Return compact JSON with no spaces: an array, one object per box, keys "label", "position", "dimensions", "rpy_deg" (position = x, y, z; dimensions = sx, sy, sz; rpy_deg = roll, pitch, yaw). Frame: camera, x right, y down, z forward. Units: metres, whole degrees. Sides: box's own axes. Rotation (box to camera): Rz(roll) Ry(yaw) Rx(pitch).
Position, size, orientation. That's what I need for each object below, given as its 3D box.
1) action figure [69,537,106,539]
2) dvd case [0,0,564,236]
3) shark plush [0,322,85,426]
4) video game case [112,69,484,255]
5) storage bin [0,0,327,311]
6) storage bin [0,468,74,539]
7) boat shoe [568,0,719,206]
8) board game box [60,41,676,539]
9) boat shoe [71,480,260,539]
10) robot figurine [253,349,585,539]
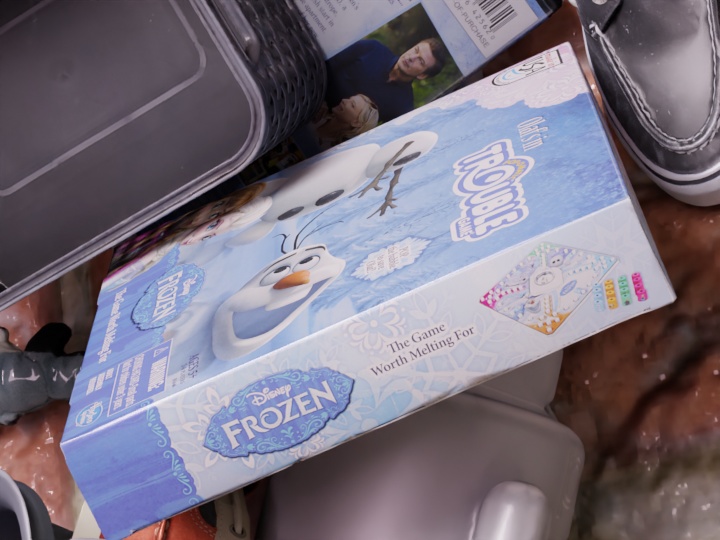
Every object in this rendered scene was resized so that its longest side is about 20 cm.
[{"label":"action figure","position":[-0.115,0.155,0.828],"dimensions":[0.199,0.069,0.131],"rpy_deg":[4,77,31]},{"label":"dvd case","position":[-0.039,-0.104,0.976],"dimensions":[0.200,0.018,0.143],"rpy_deg":[-36,93,19]},{"label":"shark plush","position":[-0.184,0.067,1.082],"dimensions":[0.199,0.091,0.084],"rpy_deg":[-14,88,6]},{"label":"video game case","position":[-0.036,-0.085,1.037],"dimensions":[0.182,0.022,0.201],"rpy_deg":[-22,65,25]},{"label":"storage bin","position":[-0.130,-0.069,0.949],"dimensions":[0.200,0.094,0.136],"rpy_deg":[-29,96,20]},{"label":"storage bin","position":[-0.119,0.186,0.942],"dimensions":[0.145,0.134,0.201],"rpy_deg":[-24,66,24]},{"label":"boat shoe","position":[0.106,-0.122,0.931],"dimensions":[0.072,0.068,0.201],"rpy_deg":[-20,66,26]},{"label":"board game box","position":[0.000,0.000,0.855],"dimensions":[0.198,0.200,0.044],"rpy_deg":[-23,108,7]},{"label":"boat shoe","position":[-0.069,0.075,0.936],"dimensions":[0.062,0.200,0.071],"rpy_deg":[15,103,-3]},{"label":"robot figurine","position":[0.016,0.110,0.893],"dimensions":[0.169,0.113,0.201],"rpy_deg":[-4,70,67]}]
